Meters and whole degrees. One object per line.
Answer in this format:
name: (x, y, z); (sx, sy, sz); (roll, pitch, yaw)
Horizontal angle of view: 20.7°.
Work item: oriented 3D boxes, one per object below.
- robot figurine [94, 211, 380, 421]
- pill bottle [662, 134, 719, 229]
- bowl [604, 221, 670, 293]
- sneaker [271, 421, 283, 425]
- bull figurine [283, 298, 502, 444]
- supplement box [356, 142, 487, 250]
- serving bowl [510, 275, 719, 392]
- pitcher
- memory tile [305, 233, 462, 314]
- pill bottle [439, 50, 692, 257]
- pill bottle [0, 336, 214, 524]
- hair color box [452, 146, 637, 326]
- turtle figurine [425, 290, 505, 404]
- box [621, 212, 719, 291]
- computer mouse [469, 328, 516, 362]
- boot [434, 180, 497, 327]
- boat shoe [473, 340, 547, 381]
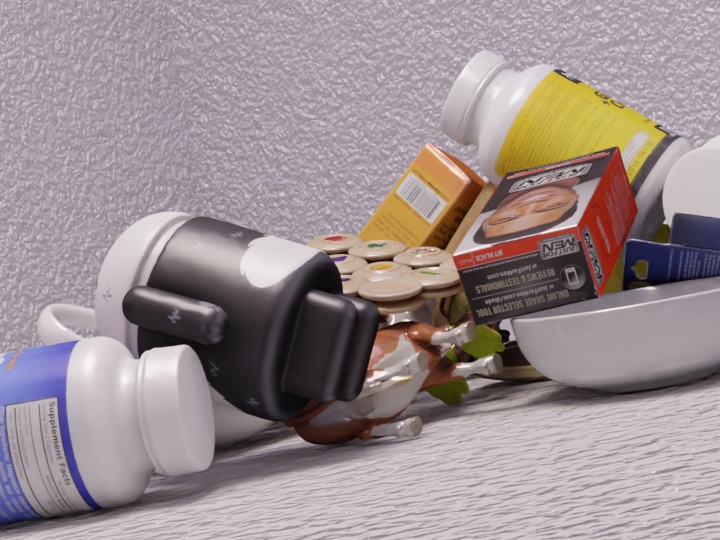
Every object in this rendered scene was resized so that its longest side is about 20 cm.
robot figurine: (-0.090, 0.034, 1.368); (0.198, 0.151, 0.125); (16, 54, 21)
pill bottle: (0.334, -0.060, 1.631); (0.112, 0.114, 0.199); (-9, -4, 38)
bowl: (0.261, 0.003, 1.787); (0.198, 0.109, 0.200); (5, 5, 0)
sneaker: (-0.041, 0.053, 1.632); (0.199, 0.078, 0.099); (-33, -32, 2)
bull figurine: (0.027, 0.072, 1.458); (0.121, 0.066, 0.200); (-9, 20, 38)
supplement box: (0.034, -0.013, 1.772); (0.201, 0.069, 0.066); (-52, -31, 10)
serving bowl: (0.212, 0.049, 1.441); (0.198, 0.067, 0.200); (-11, 2, 0)
pitcher: (-0.146, 0.068, 1.526); (0.122, 0.171, 0.200); (-58, -14, 19)
memory tile: (0.000, 0.000, 1.566); (0.199, 0.017, 0.153); (9, 19, 41)
pill bottle: (0.170, -0.104, 1.657); (0.199, 0.113, 0.112); (31, 15, 16)
pill bottle: (-0.201, 0.105, 1.291); (0.198, 0.113, 0.112); (-11, 1, 10)
hair color box: (0.145, -0.029, 1.501); (0.101, 0.062, 0.200); (-14, 16, 20)
turtle figurine: (0.103, 0.031, 1.595); (0.199, 0.065, 0.161); (-36, 10, 28)
box: (0.303, -0.002, 1.524); (0.198, 0.033, 0.121); (7, -20, 9)
computer mouse: (0.107, 0.017, 1.841); (0.137, 0.202, 0.053); (-7, 34, -26)
boot: (0.073, 0.008, 1.721); (0.201, 0.066, 0.175); (-57, -19, 20)
boat shoe: (0.184, 0.046, 1.634); (0.198, 0.073, 0.072); (-11, 0, 26)
